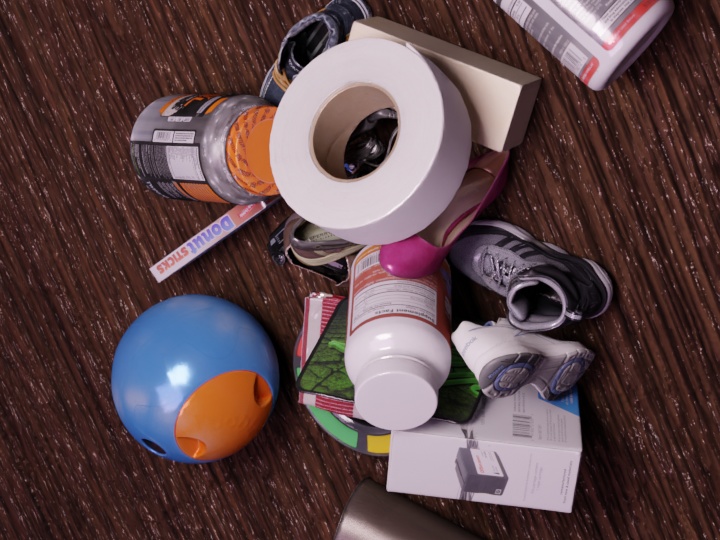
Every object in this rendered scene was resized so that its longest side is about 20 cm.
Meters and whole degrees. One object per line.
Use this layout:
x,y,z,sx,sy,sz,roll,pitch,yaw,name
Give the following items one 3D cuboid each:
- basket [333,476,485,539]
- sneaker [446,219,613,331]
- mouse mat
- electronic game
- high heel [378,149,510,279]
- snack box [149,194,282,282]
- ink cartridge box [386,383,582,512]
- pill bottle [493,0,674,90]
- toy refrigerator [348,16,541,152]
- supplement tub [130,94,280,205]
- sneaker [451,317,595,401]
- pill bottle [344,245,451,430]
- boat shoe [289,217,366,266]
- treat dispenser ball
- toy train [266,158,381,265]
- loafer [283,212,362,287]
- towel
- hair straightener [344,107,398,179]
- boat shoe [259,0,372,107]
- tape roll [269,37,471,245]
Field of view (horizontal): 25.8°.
0.077,0.356,1.857,0.199,0.136,0.181,17,121,19,basket
0.161,0.005,1.666,0.199,0.114,0.076,20,112,21,sneaker
0.045,0.094,1.708,0.199,0.161,0.008,11,133,17,mouse mat
0.008,0.127,1.853,0.199,0.042,0.201,12,116,26,electronic game
0.091,-0.062,1.630,0.067,0.200,0.096,42,131,15,high heel
-0.164,-0.049,1.861,0.200,0.072,0.024,-33,93,35,snack box
0.133,0.179,1.699,0.199,0.145,0.084,7,117,3,ink cartridge box
0.196,-0.280,1.531,0.200,0.116,0.116,44,125,8,pill bottle
0.083,-0.199,1.661,0.199,0.070,0.076,23,113,20,toy refrigerator
-0.158,-0.136,1.759,0.200,0.122,0.123,7,115,49,supplement tub
0.176,0.084,1.659,0.075,0.200,0.087,-54,54,19,sneaker
0.040,0.066,1.650,0.112,0.200,0.112,2,132,2,pill bottle
0.015,-0.064,1.703,0.200,0.066,0.072,-24,82,2,boat shoe
-0.196,0.129,1.875,0.200,0.201,0.202,12,115,26,treat dispenser ball
-0.044,-0.074,1.807,0.200,0.034,0.046,-42,76,36,toy train
0.000,0.000,1.769,0.199,0.071,0.073,18,126,7,loafer
0.026,0.109,1.804,0.199,0.023,0.145,12,111,19,towel
-0.009,-0.135,1.717,0.200,0.041,0.077,-11,98,52,hair straightener
-0.071,-0.219,1.725,0.071,0.091,0.200,44,125,7,boat shoe
0.010,-0.130,1.591,0.202,0.071,0.203,-9,72,28,tape roll
